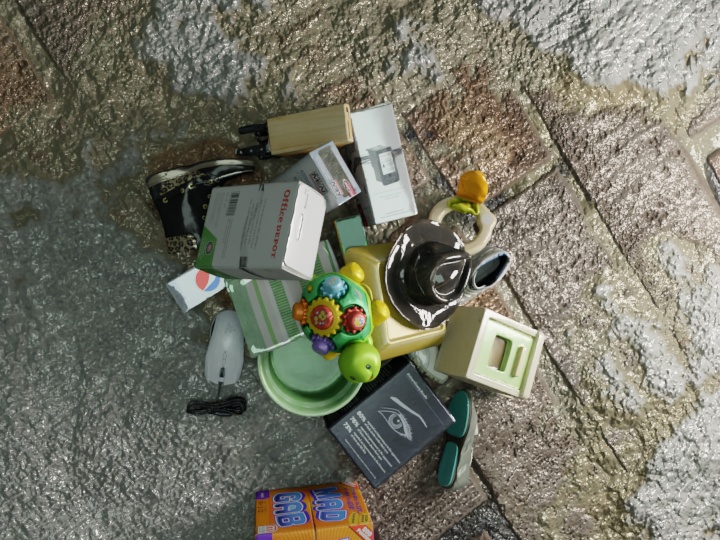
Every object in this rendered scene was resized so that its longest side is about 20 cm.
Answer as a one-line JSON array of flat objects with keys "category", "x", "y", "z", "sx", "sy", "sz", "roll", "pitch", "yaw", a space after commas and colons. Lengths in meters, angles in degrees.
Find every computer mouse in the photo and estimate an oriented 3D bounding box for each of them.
[{"category": "computer mouse", "x": -0.256, "y": 0.174, "z": 1.256, "sx": 0.109, "sy": 0.044, "sz": 0.202, "roll": 7, "pitch": 91, "yaw": -8}]

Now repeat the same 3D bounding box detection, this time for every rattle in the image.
[{"category": "rattle", "x": 0.163, "y": -0.070, "z": 1.255, "sx": 0.200, "sy": 0.143, "sz": 0.130, "roll": -39, "pitch": 88, "yaw": -9}]

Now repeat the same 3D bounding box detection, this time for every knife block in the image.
[{"category": "knife block", "x": -0.125, "y": -0.237, "z": 1.190, "sx": 0.174, "sy": 0.200, "sz": 0.065, "roll": -10, "pitch": 95, "yaw": -22}]

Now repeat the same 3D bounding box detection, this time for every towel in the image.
[{"category": "towel", "x": -0.124, "y": 0.045, "z": 1.190, "sx": 0.199, "sy": 0.023, "sz": 0.154, "roll": -21, "pitch": 78, "yaw": -4}]

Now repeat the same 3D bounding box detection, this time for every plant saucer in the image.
[{"category": "plant saucer", "x": 0.076, "y": 0.049, "z": 1.187, "sx": 0.199, "sy": 0.048, "sz": 0.202, "roll": -9, "pitch": 92, "yaw": -37}]

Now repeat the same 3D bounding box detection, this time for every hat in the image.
[{"category": "hat", "x": 0.138, "y": 0.002, "z": 1.158, "sx": 0.199, "sy": 0.081, "sz": 0.202, "roll": 5, "pitch": 82, "yaw": -37}]

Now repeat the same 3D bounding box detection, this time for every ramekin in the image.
[{"category": "ramekin", "x": -0.091, "y": 0.159, "z": 1.252, "sx": 0.198, "sy": 0.098, "sz": 0.202, "roll": 0, "pitch": 92, "yaw": -8}]

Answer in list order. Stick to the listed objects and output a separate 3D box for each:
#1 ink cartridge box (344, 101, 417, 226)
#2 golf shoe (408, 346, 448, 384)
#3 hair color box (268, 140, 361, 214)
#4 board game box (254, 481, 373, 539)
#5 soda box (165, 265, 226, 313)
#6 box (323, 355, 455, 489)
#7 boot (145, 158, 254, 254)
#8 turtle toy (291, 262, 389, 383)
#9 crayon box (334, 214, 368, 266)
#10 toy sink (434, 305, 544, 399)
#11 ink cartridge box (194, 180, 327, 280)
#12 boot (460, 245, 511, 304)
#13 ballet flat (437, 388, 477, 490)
[{"category": "ink cartridge box", "x": 0.029, "y": -0.188, "z": 1.234, "sx": 0.083, "sy": 0.145, "sz": 0.202, "roll": -14, "pitch": 94, "yaw": -8}, {"category": "golf shoe", "x": 0.123, "y": 0.120, "z": 1.279, "sx": 0.097, "sy": 0.078, "sz": 0.201, "roll": -35, "pitch": 99, "yaw": 12}, {"category": "hair color box", "x": -0.096, "y": -0.137, "z": 1.190, "sx": 0.061, "sy": 0.200, "sz": 0.099, "roll": -35, "pitch": 98, "yaw": -37}, {"category": "board game box", "x": -0.086, "y": 0.519, "z": 1.214, "sx": 0.198, "sy": 0.200, "sz": 0.202, "roll": -3, "pitch": 93, "yaw": -8}, {"category": "soda box", "x": -0.251, "y": -0.004, "z": 1.238, "sx": 0.199, "sy": 0.068, "sz": 0.064, "roll": -32, "pitch": 96, "yaw": -6}, {"category": "box", "x": 0.052, "y": 0.279, "z": 1.275, "sx": 0.199, "sy": 0.104, "sz": 0.148, "roll": -37, "pitch": 96, "yaw": -6}, {"category": "boot", "x": -0.278, "y": -0.118, "z": 1.227, "sx": 0.198, "sy": 0.073, "sz": 0.152, "roll": -12, "pitch": 93, "yaw": -4}, {"category": "turtle toy", "x": -0.032, "y": 0.089, "z": 1.096, "sx": 0.145, "sy": 0.101, "sz": 0.201, "roll": -38, "pitch": 80, "yaw": 20}, {"category": "crayon box", "x": 0.000, "y": 0.000, "z": 1.244, "sx": 0.051, "sy": 0.126, "sz": 0.202, "roll": -13, "pitch": 95, "yaw": 0}, {"category": "toy sink", "x": 0.260, "y": 0.160, "z": 1.264, "sx": 0.199, "sy": 0.112, "sz": 0.131, "roll": 24, "pitch": 79, "yaw": -26}, {"category": "ink cartridge box", "x": -0.164, "y": -0.062, "z": 1.119, "sx": 0.199, "sy": 0.084, "sz": 0.147, "roll": 2, "pitch": 74, "yaw": 34}, {"category": "boot", "x": 0.197, "y": 0.025, "z": 1.291, "sx": 0.200, "sy": 0.096, "sz": 0.074, "roll": -43, "pitch": 97, "yaw": -3}, {"category": "ballet flat", "x": 0.198, "y": 0.330, "z": 1.328, "sx": 0.063, "sy": 0.067, "sz": 0.202, "roll": 11, "pitch": 91, "yaw": -36}]
